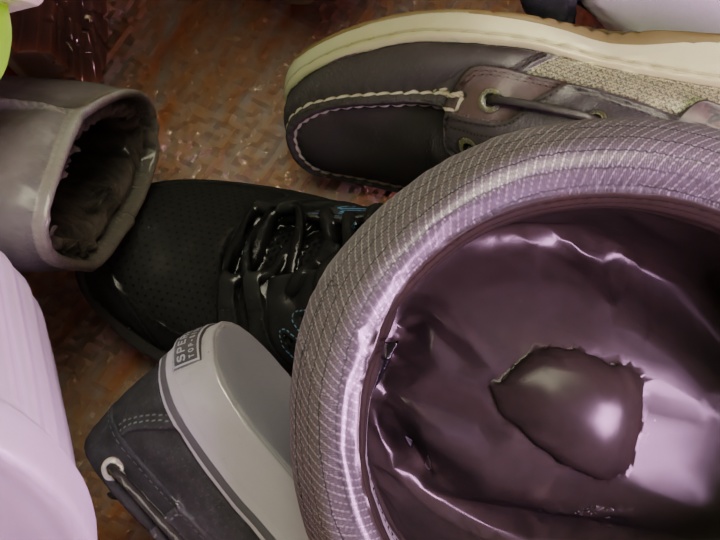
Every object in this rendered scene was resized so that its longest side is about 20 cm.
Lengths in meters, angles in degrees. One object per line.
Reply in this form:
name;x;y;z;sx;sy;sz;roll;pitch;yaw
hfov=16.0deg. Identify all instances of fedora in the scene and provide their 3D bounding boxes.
fedora;0.076;0.047;0.719;0.198;0.090;0.178;14;94;-4

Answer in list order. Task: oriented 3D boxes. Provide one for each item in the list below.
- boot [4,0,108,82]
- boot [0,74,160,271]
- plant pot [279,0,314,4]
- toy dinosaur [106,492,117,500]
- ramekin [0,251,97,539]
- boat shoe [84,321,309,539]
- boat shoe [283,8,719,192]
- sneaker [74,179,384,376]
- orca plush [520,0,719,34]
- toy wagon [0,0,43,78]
boot;-0.163;-0.108;0.838;0.106;0.200;0.076;-3;69;13
boot;-0.183;-0.025;0.793;0.199;0.073;0.182;16;34;15
plant pot;-0.022;-0.202;0.888;0.199;0.200;0.180;30;82;21
toy dinosaur;-0.023;0.085;0.795;0.199;0.047;0.089;-27;78;-11
ramekin;-0.176;0.051;0.744;0.201;0.203;0.095;-8;55;2
boat shoe;-0.004;0.108;0.746;0.056;0.069;0.201;-35;91;18
boat shoe;0.063;-0.038;0.829;0.199;0.072;0.066;3;57;20
sneaker;0.000;0.000;0.820;0.198;0.082;0.074;13;62;14
orca plush;0.123;-0.110;0.856;0.199;0.105;0.071;34;36;1
toy wagon;-0.123;-0.133;0.750;0.039;0.155;0.202;-10;80;27
